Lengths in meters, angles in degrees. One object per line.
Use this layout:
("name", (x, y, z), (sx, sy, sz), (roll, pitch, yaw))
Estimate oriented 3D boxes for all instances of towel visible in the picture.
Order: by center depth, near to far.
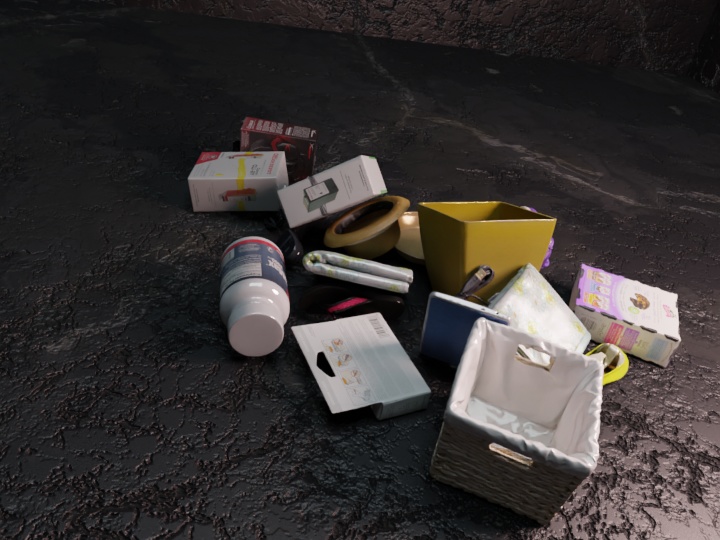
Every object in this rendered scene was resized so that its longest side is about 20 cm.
("towel", (0.299, 0.098, 1.047), (0.172, 0.048, 0.199), (52, 47, 0))
("towel", (0.000, 0.000, 1.145), (0.196, 0.049, 0.171), (12, -2, 3))

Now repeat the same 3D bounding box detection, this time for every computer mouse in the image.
("computer mouse", (0.248, 0.079, 1.120), (0.199, 0.110, 0.044), (37, 4, -22))
("computer mouse", (-0.161, -0.070, 1.300), (0.034, 0.059, 0.201), (38, 12, -37))

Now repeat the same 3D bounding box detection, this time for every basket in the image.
("basket", (0.218, 0.212, 0.875), (0.195, 0.163, 0.201), (19, 39, 12))

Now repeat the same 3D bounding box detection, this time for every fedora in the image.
("fedora", (0.021, -0.079, 1.284), (0.197, 0.083, 0.201), (-21, 23, 9))

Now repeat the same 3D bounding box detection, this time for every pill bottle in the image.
("pill bottle", (-0.180, 0.045, 1.054), (0.117, 0.121, 0.201), (1, 36, -13))

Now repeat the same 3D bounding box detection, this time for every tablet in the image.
("tablet", (0.163, 0.106, 1.000), (0.128, 0.201, 0.014), (18, 59, 11))

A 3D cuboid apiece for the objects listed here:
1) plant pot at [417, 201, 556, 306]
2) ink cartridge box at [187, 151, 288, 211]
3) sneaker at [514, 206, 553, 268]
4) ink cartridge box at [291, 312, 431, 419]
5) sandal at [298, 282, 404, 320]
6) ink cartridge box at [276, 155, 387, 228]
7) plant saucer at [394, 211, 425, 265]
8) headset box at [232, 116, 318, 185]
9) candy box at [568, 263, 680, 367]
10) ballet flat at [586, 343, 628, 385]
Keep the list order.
("plant pot", (0.230, -0.028, 1.191), (0.196, 0.180, 0.200), (-3, 16, -19))
("ink cartridge box", (-0.269, -0.202, 1.388), (0.195, 0.085, 0.146), (0, 34, 1))
("sneaker", (0.362, -0.068, 1.292), (0.082, 0.201, 0.082), (-16, 56, 8))
("ink cartridge box", (-0.005, 0.157, 1.009), (0.170, 0.044, 0.201), (-8, 39, -24))
("sandal", (-0.014, 0.068, 1.114), (0.196, 0.076, 0.046), (8, 49, -10))
("ink cartridge box", (-0.058, -0.166, 1.308), (0.197, 0.086, 0.146), (-20, 4, 16))
("plant saucer", (0.144, -0.065, 1.375), (0.196, 0.036, 0.202), (7, 35, -5))
("headset box", (-0.206, -0.270, 1.473), (0.196, 0.151, 0.076), (9, 34, -4))
("candy box", (0.521, 0.084, 1.234), (0.197, 0.073, 0.168), (20, 35, 14))
("ballet flat", (0.424, 0.165, 1.094), (0.198, 0.068, 0.067), (-18, 45, -36))
